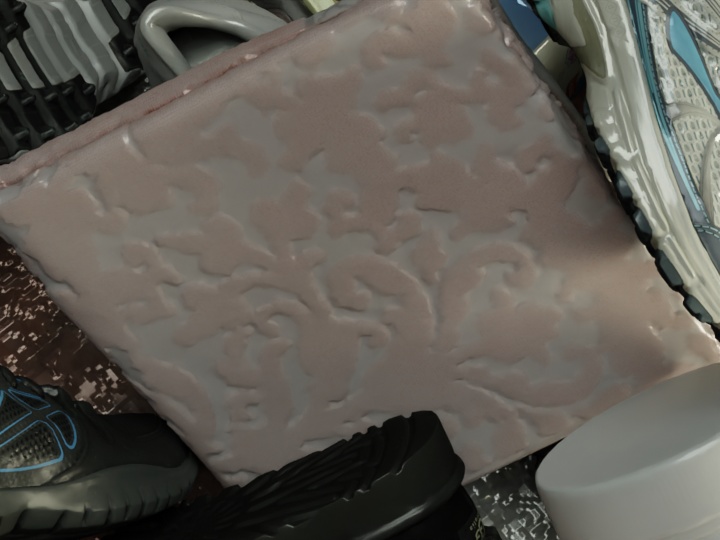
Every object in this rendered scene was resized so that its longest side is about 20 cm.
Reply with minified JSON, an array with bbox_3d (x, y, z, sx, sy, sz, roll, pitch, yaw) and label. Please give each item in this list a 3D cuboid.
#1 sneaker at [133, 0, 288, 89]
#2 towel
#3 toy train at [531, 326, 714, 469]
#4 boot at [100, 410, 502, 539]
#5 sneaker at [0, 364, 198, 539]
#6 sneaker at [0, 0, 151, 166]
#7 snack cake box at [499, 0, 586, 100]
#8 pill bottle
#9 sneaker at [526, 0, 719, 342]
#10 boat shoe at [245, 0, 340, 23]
[{"bbox_3d":[0.006,-0.042,0.798,0.199,0.088,0.076,24,90,6],"label":"sneaker"},{"bbox_3d":[0.000,0.000,0.772,0.190,0.200,0.032,-26,35,18],"label":"towel"},{"bbox_3d":[0.153,0.048,0.845,0.199,0.085,0.114,20,81,4],"label":"toy train"},{"bbox_3d":[-0.021,0.158,0.798,0.210,0.079,0.158,-23,105,20],"label":"boot"},{"bbox_3d":[-0.124,0.058,0.771,0.073,0.200,0.082,-20,82,26],"label":"sneaker"},{"bbox_3d":[-0.141,-0.065,0.825,0.090,0.200,0.067,-28,99,19],"label":"sneaker"},{"bbox_3d":[0.005,-0.140,0.881,0.200,0.115,0.067,42,74,11],"label":"snack cake box"},{"bbox_3d":[0.142,0.139,0.758,0.116,0.116,0.201,-28,99,-12],"label":"pill bottle"},{"bbox_3d":[0.109,-0.065,0.704,0.086,0.078,0.201,-26,90,10],"label":"sneaker"},{"bbox_3d":[-0.027,-0.066,0.877,0.066,0.072,0.201,-38,81,-19],"label":"boat shoe"}]
